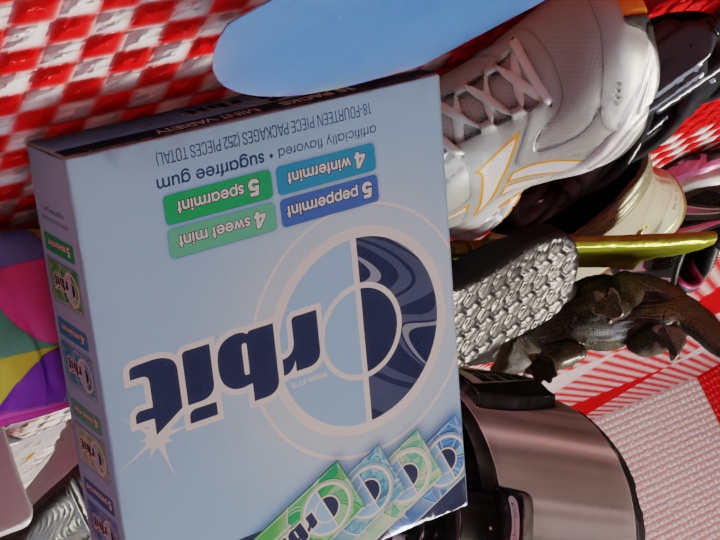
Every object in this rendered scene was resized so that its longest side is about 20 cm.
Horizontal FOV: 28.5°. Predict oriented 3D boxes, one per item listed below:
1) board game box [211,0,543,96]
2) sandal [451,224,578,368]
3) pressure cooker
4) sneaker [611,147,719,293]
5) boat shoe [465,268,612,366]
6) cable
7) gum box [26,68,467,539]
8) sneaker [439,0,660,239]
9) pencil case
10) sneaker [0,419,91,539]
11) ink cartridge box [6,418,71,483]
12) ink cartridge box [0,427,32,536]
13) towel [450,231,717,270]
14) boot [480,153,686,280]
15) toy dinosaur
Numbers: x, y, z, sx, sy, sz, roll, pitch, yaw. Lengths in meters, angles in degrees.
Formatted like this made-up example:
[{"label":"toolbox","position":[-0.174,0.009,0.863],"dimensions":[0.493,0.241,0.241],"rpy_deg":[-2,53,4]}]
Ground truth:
[{"label":"board game box","position":[0.038,-0.120,0.478],"dimensions":[0.198,0.039,0.158],"rpy_deg":[-25,173,22]},{"label":"sandal","position":[0.027,0.022,0.706],"dimensions":[0.198,0.045,0.076],"rpy_deg":[-21,131,-36]},{"label":"pressure cooker","position":[0.038,0.144,0.772],"dimensions":[0.198,0.179,0.177],"rpy_deg":[14,122,-39]},{"label":"sneaker","position":[0.231,-0.015,1.125],"dimensions":[0.080,0.087,0.200],"rpy_deg":[-14,164,-32]},{"label":"boat shoe","position":[0.093,0.024,1.063],"dimensions":[0.197,0.077,0.072],"rpy_deg":[-3,147,2]},{"label":"cable","position":[0.140,-0.088,0.764],"dimensions":[0.199,0.051,0.163],"rpy_deg":[-38,169,22]},{"label":"gum box","position":[-0.039,0.030,0.592],"dimensions":[0.168,0.203,0.044],"rpy_deg":[-17,-159,-30]},{"label":"sneaker","position":[0.054,-0.064,0.648],"dimensions":[0.091,0.077,0.200],"rpy_deg":[-10,160,-33]},{"label":"pencil case","position":[-0.120,0.019,0.621],"dimensions":[0.198,0.089,0.088],"rpy_deg":[-10,161,-41]},{"label":"sneaker","position":[-0.124,0.081,0.729],"dimensions":[0.115,0.076,0.200],"rpy_deg":[18,-134,41]},{"label":"ink cartridge box","position":[-0.270,0.124,0.877],"dimensions":[0.199,0.050,0.162],"rpy_deg":[-25,170,-40]},{"label":"ink cartridge box","position":[-0.258,0.103,0.630],"dimensions":[0.198,0.117,0.067],"rpy_deg":[-18,166,-23]},{"label":"towel","position":[0.097,-0.007,0.794],"dimensions":[0.197,0.018,0.086],"rpy_deg":[-3,177,-26]},{"label":"boot","position":[0.112,-0.019,0.933],"dimensions":[0.198,0.073,0.154],"rpy_deg":[-29,165,15]},{"label":"toy dinosaur","position":[0.153,0.027,0.848],"dimensions":[0.198,0.078,0.102],"rpy_deg":[-12,-175,24]}]
